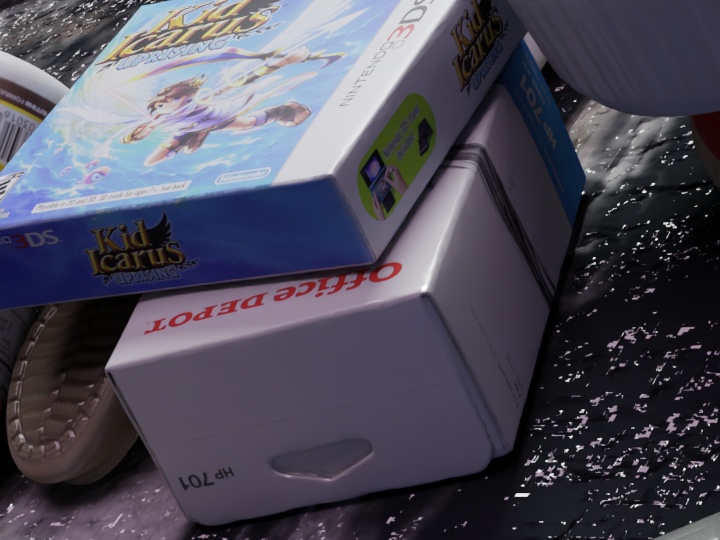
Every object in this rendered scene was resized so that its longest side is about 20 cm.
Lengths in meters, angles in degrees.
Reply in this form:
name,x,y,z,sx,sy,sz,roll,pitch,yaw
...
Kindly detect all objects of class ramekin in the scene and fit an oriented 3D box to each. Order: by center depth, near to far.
name,x,y,z,sx,sy,sz,roll,pitch,yaw
ramekin,0.142,-0.143,0.949,0.201,0.094,0.203,-21,29,12

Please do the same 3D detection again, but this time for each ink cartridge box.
name,x,y,z,sx,sy,sz,roll,pitch,yaw
ink cartridge box,0.000,0.000,0.991,0.146,0.086,0.200,-14,28,23

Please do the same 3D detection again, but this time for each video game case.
name,x,y,z,sx,sy,sz,roll,pitch,yaw
video game case,-0.048,-0.062,0.999,0.199,0.046,0.181,-7,32,33

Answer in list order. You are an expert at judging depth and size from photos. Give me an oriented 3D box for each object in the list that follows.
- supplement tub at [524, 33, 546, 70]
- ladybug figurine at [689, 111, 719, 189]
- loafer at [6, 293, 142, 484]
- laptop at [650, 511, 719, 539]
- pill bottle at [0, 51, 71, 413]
name,x,y,z,sx,sy,sz,roll,pitch,yaw
supplement tub,0.000,-0.152,1.206,0.132,0.132,0.200,-36,29,-20
ladybug figurine,0.196,-0.085,0.983,0.135,0.072,0.200,-26,27,0
loafer,-0.089,0.016,1.064,0.075,0.068,0.201,-5,50,40
laptop,0.073,0.109,0.713,0.176,0.104,0.200,-22,27,6
pill bottle,-0.196,0.005,1.065,0.109,0.109,0.201,1,66,42
